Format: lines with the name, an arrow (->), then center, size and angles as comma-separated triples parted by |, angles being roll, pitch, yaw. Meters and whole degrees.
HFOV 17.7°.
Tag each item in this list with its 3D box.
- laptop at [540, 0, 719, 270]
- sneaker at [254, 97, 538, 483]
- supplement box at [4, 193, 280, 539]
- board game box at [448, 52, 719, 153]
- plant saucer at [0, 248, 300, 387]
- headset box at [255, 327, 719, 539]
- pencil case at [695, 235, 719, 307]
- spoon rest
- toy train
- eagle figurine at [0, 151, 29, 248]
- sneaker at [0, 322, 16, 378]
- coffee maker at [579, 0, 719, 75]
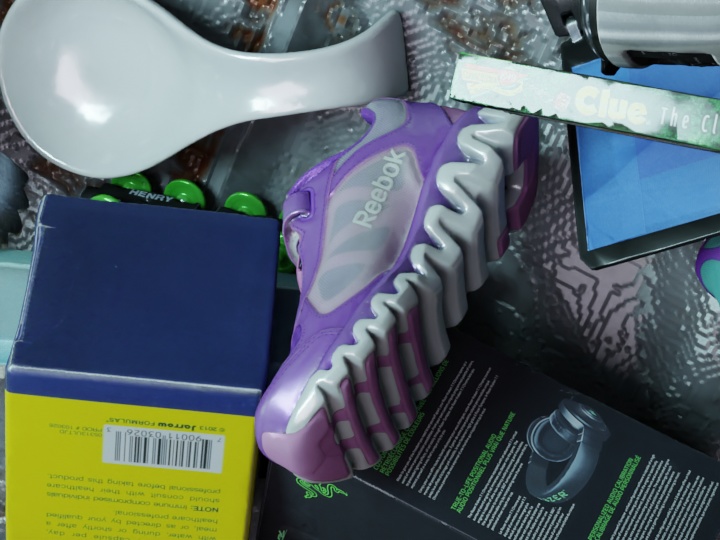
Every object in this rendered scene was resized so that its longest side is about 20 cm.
laptop -> 0.142, -0.129, 0.951 | 0.177, 0.103, 0.201 | -17, 112, 24
sneaker -> 0.000, 0.000, 0.971 | 0.088, 0.200, 0.081 | 20, 146, 18
supplement box -> -0.100, 0.079, 1.041 | 0.109, 0.109, 0.201 | 6, 133, -3
board game box -> 0.144, -0.054, 0.892 | 0.199, 0.105, 0.024 | 13, 92, 23
plant saucer -> -0.091, 0.022, 1.075 | 0.199, 0.019, 0.070 | 6, 134, 0
headset box -> 0.048, 0.120, 1.044 | 0.199, 0.093, 0.174 | 27, 148, 9
pencil case -> 0.207, 0.070, 0.965 | 0.093, 0.085, 0.201 | 111, 146, -62
spoon rest -> -0.081, -0.092, 1.072 | 0.199, 0.061, 0.100 | -1, 108, 20
toy train -> -0.043, -0.003, 1.104 | 0.199, 0.042, 0.057 | 12, 123, 16
eagle figurine -> -0.233, -0.107, 1.070 | 0.150, 0.152, 0.201 | 1, 109, 22
sneaker -> -0.156, 0.028, 1.145 | 0.199, 0.082, 0.077 | 18, 96, -10
coffee maker -> 0.198, -0.152, 0.865 | 0.199, 0.135, 0.193 | 14, 71, 21
